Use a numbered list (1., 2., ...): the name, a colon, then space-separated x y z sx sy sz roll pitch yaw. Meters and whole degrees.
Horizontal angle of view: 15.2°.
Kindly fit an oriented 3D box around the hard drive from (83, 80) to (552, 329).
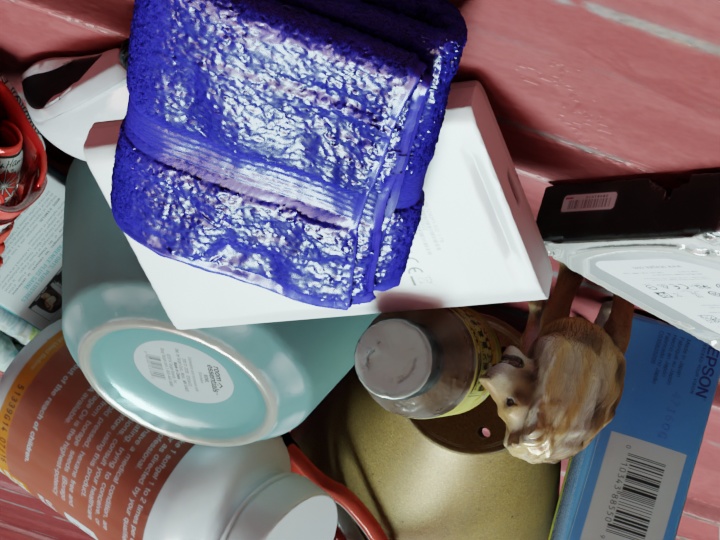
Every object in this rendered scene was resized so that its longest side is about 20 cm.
1. hard drive: -0.019 -0.029 1.309 0.199 0.026 0.132 -5 135 21

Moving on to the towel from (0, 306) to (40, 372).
1. towel: -0.282 -0.011 1.663 0.171 0.048 0.200 43 -176 37

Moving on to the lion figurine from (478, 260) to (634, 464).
1. lion figurine: 0.110 0.061 1.477 0.072 0.123 0.200 14 166 8

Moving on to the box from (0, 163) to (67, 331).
1. box: -0.181 -0.009 1.608 0.049 0.082 0.200 41 -179 35

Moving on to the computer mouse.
1. computer mouse: -0.110 -0.080 1.364 0.109 0.044 0.200 25 164 -30

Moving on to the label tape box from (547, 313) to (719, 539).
1. label tape box: 0.157 0.122 1.602 0.066 0.144 0.200 16 165 4

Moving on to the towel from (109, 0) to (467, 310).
1. towel: -0.038 -0.060 1.211 0.147 0.050 0.200 14 144 0

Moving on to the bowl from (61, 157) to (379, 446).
1. bowl: -0.085 0.022 1.473 0.200 0.105 0.201 15 147 10

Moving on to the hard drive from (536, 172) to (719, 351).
1. hard drive: 0.201 0.008 1.352 0.199 0.038 0.139 26 163 -35

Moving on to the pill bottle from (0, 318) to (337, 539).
1. pill bottle: -0.114 0.117 1.569 0.200 0.112 0.112 31 173 28

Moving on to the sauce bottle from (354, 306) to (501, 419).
1. sauce bottle: 0.034 0.048 1.416 0.064 0.065 0.200 14 -178 9

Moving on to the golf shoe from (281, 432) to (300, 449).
1. golf shoe: -0.084 0.044 1.634 0.092 0.073 0.201 25 150 35

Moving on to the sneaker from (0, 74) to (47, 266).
1. sneaker: -0.214 -0.021 1.449 0.108 0.203 0.067 9 -153 41

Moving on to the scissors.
1. scissors: -0.045 0.103 1.599 0.073 0.014 0.201 1 129 50

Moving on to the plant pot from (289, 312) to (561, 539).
1. plant pot: 0.048 0.110 1.662 0.185 0.187 0.200 17 154 -1
